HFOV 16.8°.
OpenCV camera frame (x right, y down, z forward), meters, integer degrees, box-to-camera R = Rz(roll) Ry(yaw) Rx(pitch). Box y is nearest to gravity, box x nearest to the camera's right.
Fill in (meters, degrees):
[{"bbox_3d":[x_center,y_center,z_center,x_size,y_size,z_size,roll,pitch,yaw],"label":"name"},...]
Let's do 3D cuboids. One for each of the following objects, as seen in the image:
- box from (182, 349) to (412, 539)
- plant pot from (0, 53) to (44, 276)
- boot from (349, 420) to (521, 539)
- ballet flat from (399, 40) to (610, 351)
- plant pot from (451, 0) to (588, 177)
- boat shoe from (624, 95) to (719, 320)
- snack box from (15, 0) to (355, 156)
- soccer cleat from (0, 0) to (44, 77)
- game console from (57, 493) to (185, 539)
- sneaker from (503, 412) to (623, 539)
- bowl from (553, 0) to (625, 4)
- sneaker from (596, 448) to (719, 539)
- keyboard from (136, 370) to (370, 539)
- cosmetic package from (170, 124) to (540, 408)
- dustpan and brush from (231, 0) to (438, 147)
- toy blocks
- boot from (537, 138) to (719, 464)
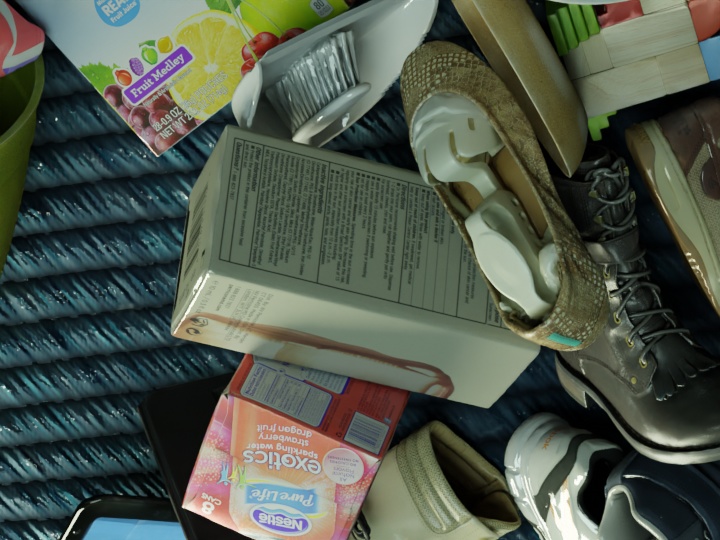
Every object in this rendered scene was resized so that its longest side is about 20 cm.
[{"bbox_3d":[-0.025,0.075,1.477,0.102,0.200,0.095,23,122,0],"label":"box"},{"bbox_3d":[-0.294,-0.046,1.502,0.199,0.201,0.193,12,133,8],"label":"plant pot"},{"bbox_3d":[0.048,0.206,1.606,0.155,0.073,0.200,-30,98,27],"label":"boot"},{"bbox_3d":[0.073,-0.045,1.357,0.070,0.065,0.200,-40,73,27],"label":"ballet flat"},{"bbox_3d":[0.074,-0.143,1.344,0.027,0.200,0.200,-32,108,2],"label":"plant pot"},{"bbox_3d":[0.224,-0.021,1.431,0.072,0.072,0.200,-29,121,4],"label":"boat shoe"},{"bbox_3d":[-0.121,-0.194,1.430,0.168,0.068,0.200,-35,104,29],"label":"snack box"},{"bbox_3d":[-0.271,-0.174,1.461,0.200,0.073,0.068,41,126,32],"label":"soccer cleat"},{"bbox_3d":[-0.117,0.240,1.608,0.176,0.116,0.200,51,141,15],"label":"game console"},{"bbox_3d":[0.160,0.185,1.550,0.080,0.074,0.200,8,131,56],"label":"sneaker"},{"bbox_3d":[0.106,-0.234,1.250,0.200,0.090,0.202,0,92,-8],"label":"bowl"},{"bbox_3d":[0.235,0.176,1.478,0.202,0.146,0.077,44,141,2],"label":"sneaker"},{"bbox_3d":[-0.056,0.148,1.551,0.127,0.201,0.021,-12,147,-20],"label":"keyboard"},{"bbox_3d":[0.000,0.000,1.405,0.199,0.104,0.087,15,148,-13],"label":"cosmetic package"},{"bbox_3d":[-0.032,-0.089,1.455,0.057,0.139,0.200,58,148,5],"label":"dustpan and brush"},{"bbox_3d":[0.167,-0.179,1.358,0.136,0.100,0.201,-16,113,10],"label":"toy blocks"},{"bbox_3d":[0.156,0.011,1.426,0.200,0.069,0.175,26,139,50],"label":"boot"}]
